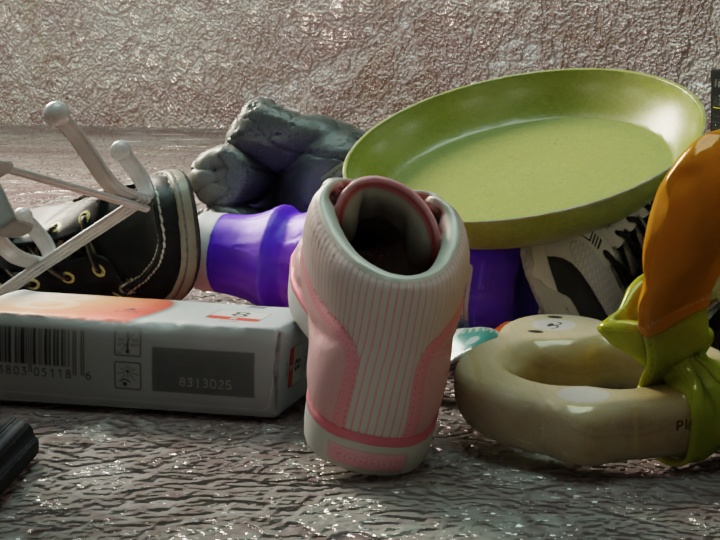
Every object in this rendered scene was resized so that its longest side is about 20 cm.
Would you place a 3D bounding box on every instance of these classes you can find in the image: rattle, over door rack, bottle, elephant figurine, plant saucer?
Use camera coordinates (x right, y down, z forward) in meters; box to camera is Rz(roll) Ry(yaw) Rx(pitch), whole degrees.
[{"bbox_3d":[0.086,0.005,0.744,0.130,0.143,0.200,-21,19,-11],"label":"rattle"},{"bbox_3d":[-0.196,-0.017,0.802,0.148,0.067,0.200,-33,-2,12],"label":"over door rack"},{"bbox_3d":[0.000,0.000,0.947,0.199,0.065,0.084,7,-7,17],"label":"bottle"},{"bbox_3d":[-0.029,-0.038,1.099,0.155,0.142,0.200,32,0,14],"label":"elephant figurine"},{"bbox_3d":[0.090,-0.060,0.913,0.199,0.031,0.200,-10,27,5],"label":"plant saucer"}]

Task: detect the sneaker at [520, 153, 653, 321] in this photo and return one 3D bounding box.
[{"bbox_3d":[0.143,-0.025,0.917,0.087,0.076,0.200,-17,29,21],"label":"sneaker"}]

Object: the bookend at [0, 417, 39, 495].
[{"bbox_3d":[-0.231,-0.016,0.634,0.199,0.199,0.092,1,6,0],"label":"bookend"}]

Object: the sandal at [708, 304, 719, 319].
[{"bbox_3d":[0.195,-0.005,0.982,0.200,0.080,0.057,-5,-22,22],"label":"sandal"}]

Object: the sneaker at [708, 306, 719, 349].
[{"bbox_3d":[0.264,0.013,0.877,0.200,0.087,0.075,-26,-14,-27],"label":"sneaker"}]

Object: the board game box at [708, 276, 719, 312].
[{"bbox_3d":[0.201,-0.023,0.844,0.200,0.032,0.120,-37,-12,-41],"label":"board game box"}]

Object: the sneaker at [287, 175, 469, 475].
[{"bbox_3d":[0.009,-0.005,0.728,0.075,0.105,0.200,6,25,-4],"label":"sneaker"}]

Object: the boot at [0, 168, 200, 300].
[{"bbox_3d":[-0.188,-0.006,0.950,0.153,0.074,0.203,-6,-6,-28],"label":"boot"}]

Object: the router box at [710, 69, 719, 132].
[{"bbox_3d":[0.302,-0.064,1.164,0.062,0.150,0.200,-1,9,-6],"label":"router box"}]

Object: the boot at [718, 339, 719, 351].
[{"bbox_3d":[0.250,0.028,0.773,0.168,0.077,0.200,5,15,3],"label":"boot"}]

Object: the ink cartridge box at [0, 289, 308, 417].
[{"bbox_3d":[-0.091,0.028,0.862,0.162,0.050,0.200,3,12,13],"label":"ink cartridge box"}]
